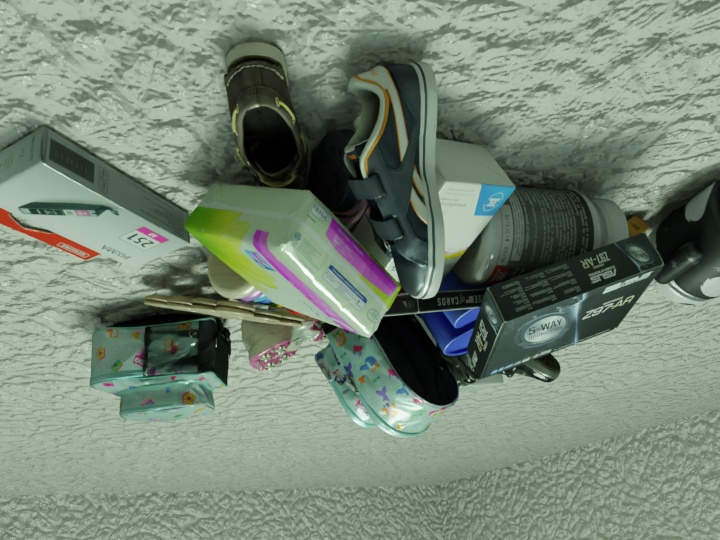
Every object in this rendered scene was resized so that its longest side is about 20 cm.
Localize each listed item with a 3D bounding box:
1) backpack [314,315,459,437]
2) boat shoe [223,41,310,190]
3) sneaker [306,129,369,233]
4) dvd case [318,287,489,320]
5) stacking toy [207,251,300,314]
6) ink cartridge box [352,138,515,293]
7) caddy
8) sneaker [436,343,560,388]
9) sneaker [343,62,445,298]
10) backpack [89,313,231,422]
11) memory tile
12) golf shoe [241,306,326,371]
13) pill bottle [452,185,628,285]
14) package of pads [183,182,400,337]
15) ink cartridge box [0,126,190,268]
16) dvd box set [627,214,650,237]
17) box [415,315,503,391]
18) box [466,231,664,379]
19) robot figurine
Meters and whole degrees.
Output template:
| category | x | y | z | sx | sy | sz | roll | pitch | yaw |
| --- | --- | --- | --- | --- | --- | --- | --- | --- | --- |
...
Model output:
| category | x | y | z | sx | sy | sz | roll | pitch | yaw |
| --- | --- | --- | --- | --- | --- | --- | --- | --- | --- |
| backpack | 0.042 | 0.140 | 0.933 | 0.151 | 0.201 | 0.176 | -50 | 157 | 20 |
| boat shoe | -0.082 | -0.115 | 0.600 | 0.069 | 0.061 | 0.201 | -6 | 155 | -2 |
| sneaker | -0.011 | -0.086 | 0.694 | 0.080 | 0.072 | 0.201 | -17 | 162 | -21 |
| dvd case | 0.059 | 0.041 | 0.784 | 0.147 | 0.026 | 0.198 | -2 | 175 | -36 |
| stacking toy | -0.115 | 0.015 | 0.853 | 0.083 | 0.088 | 0.200 | -15 | 160 | 16 |
| ink cartridge box | 0.060 | -0.040 | 0.699 | 0.114 | 0.068 | 0.202 | -4 | 139 | -41 |
| caddy | 0.168 | 0.030 | 0.919 | 0.195 | 0.106 | 0.143 | -15 | 145 | -21 |
| sneaker | 0.203 | 0.142 | 1.001 | 0.195 | 0.118 | 0.076 | 22 | -161 | 18 |
| sneaker | 0.026 | -0.074 | 0.572 | 0.077 | 0.207 | 0.078 | -7 | -172 | -19 |
| backpack | -0.305 | 0.147 | 0.980 | 0.193 | 0.159 | 0.176 | 4 | 166 | -2 |
| memory tile | -0.184 | 0.053 | 0.879 | 0.195 | 0.017 | 0.152 | 2 | 170 | 36 |
| golf shoe | -0.090 | 0.069 | 0.980 | 0.196 | 0.092 | 0.076 | -24 | 150 | -20 |
| pill bottle | 0.211 | -0.040 | 0.773 | 0.194 | 0.117 | 0.114 | 1 | 154 | -20 |
| package of pads | -0.068 | -0.014 | 0.654 | 0.197 | 0.069 | 0.154 | 14 | 156 | 49 |
| ink cartridge box | -0.309 | -0.054 | 0.686 | 0.169 | 0.045 | 0.199 | -20 | 152 | 21 |
| dvd box set | 0.306 | 0.024 | 0.908 | 0.198 | 0.029 | 0.148 | -36 | 155 | -17 |
| box | 0.129 | 0.139 | 1.102 | 0.193 | 0.129 | 0.098 | 1 | 164 | -15 |
| box | 0.227 | 0.045 | 0.748 | 0.194 | 0.044 | 0.162 | -18 | 151 | -10 |
| robot figurine | 0.460 | -0.035 | 0.843 | 0.146 | 0.128 | 0.201 | 18 | 149 | -10 |
